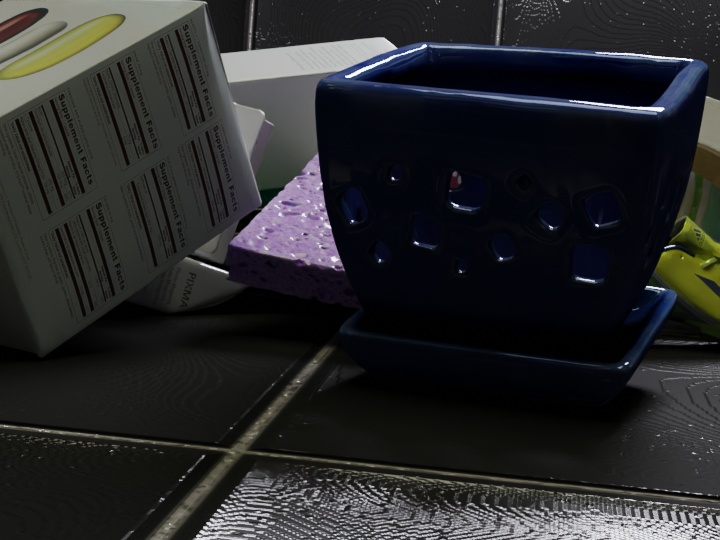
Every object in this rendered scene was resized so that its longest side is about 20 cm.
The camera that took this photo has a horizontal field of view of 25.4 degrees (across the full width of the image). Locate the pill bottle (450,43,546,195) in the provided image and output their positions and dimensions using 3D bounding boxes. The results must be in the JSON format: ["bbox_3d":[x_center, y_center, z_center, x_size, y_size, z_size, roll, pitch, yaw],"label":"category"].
[{"bbox_3d":[0.107,-0.051,1.099,0.112,0.201,0.113,4,7,-1],"label":"pill bottle"}]

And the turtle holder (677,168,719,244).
[{"bbox_3d":[0.264,-0.035,1.347,0.185,0.132,0.141,4,8,-3],"label":"turtle holder"}]

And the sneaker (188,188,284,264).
[{"bbox_3d":[-0.148,-0.047,1.416,0.200,0.084,0.121,-16,6,43],"label":"sneaker"}]

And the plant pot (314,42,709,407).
[{"bbox_3d":[0.093,-0.031,0.948,0.199,0.181,0.200,6,16,19],"label":"plant pot"}]

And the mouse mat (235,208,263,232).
[{"bbox_3d":[-0.016,-0.023,1.313,0.199,0.008,0.161,3,-16,3],"label":"mouse mat"}]

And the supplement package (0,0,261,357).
[{"bbox_3d":[-0.208,-0.071,1.006,0.191,0.148,0.200,10,35,39],"label":"supplement package"}]

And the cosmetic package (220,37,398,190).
[{"bbox_3d":[-0.059,-0.129,1.334,0.199,0.102,0.071,-9,29,-20],"label":"cosmetic package"}]

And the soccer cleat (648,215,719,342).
[{"bbox_3d":[0.249,0.007,1.154,0.199,0.084,0.065,12,3,-11],"label":"soccer cleat"}]

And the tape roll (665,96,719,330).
[{"bbox_3d":[0.250,-0.050,1.253,0.202,0.203,0.037,4,-29,-5],"label":"tape roll"}]

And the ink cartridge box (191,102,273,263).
[{"bbox_3d":[-0.145,-0.078,1.206,0.200,0.117,0.067,18,-3,37],"label":"ink cartridge box"}]

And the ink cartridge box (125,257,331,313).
[{"bbox_3d":[-0.147,0.007,1.192,0.200,0.057,0.162,24,-4,-31],"label":"ink cartridge box"}]

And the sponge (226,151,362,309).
[{"bbox_3d":[-0.007,-0.033,1.120,0.111,0.030,0.200,11,26,13],"label":"sponge"}]

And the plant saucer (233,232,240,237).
[{"bbox_3d":[0.000,0.000,1.221,0.199,0.035,0.200,8,-1,0],"label":"plant saucer"}]
